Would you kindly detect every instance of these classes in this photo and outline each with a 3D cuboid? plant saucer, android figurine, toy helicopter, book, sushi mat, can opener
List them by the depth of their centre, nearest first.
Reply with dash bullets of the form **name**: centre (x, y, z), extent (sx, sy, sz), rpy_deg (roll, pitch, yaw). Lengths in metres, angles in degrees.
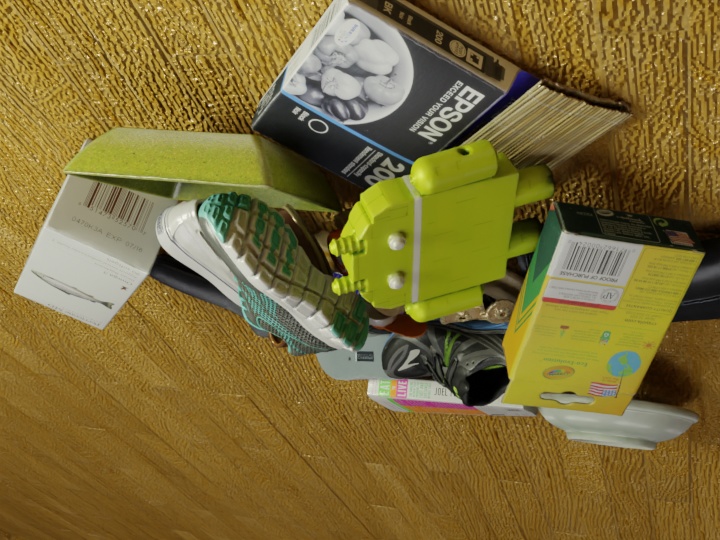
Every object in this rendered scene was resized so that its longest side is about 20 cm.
- **android figurine**: centre (0.067, -0.029, 0.780), extent (0.199, 0.041, 0.183), rpy_deg (-15, 137, -15)
- **sushi mat**: centre (0.125, -0.097, 0.784), extent (0.095, 0.012, 0.200), rpy_deg (10, 153, -30)
- **plant saucer**: centre (-0.134, -0.093, 0.851), extent (0.198, 0.048, 0.200), rpy_deg (6, 180, 17)
- **toy helicopter**: centre (0.000, 0.000, 0.924), extent (0.200, 0.079, 0.133), rpy_deg (19, 133, 64)
- **plant saucer**: centre (0.307, 0.187, 1.126), extent (0.198, 0.051, 0.200), rpy_deg (7, 168, 2)
- **can opener**: centre (-0.164, 0.025, 1.137), extent (0.199, 0.079, 0.063), rpy_deg (20, -170, -1)
- **book**: centre (0.122, 0.164, 1.195), extent (0.198, 0.048, 0.134), rpy_deg (2, 169, 18)

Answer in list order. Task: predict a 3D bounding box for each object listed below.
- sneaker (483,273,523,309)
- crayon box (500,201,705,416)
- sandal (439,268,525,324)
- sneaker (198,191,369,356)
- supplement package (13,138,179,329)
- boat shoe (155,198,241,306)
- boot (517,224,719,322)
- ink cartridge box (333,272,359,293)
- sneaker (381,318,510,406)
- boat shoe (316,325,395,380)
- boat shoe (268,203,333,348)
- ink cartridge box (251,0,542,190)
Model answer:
- **sneaker**: centre (0.119, 0.038, 1.000), extent (0.199, 0.079, 0.090), rpy_deg (26, 152, -6)
- **crayon box**: centre (0.205, 0.040, 0.825), extent (0.126, 0.051, 0.201), rpy_deg (8, 126, -7)
- **sandal**: centre (0.089, 0.018, 0.905), extent (0.211, 0.070, 0.078), rpy_deg (31, 164, 19)
- **sneaker**: centre (-0.083, 0.016, 0.820), extent (0.091, 0.078, 0.200), rpy_deg (-21, 125, 34)
- **supplement package**: centre (-0.294, -0.033, 1.023), extent (0.116, 0.118, 0.200), rpy_deg (25, 150, -18)
- **boat shoe**: centre (-0.116, -0.014, 0.957), extent (0.065, 0.072, 0.200), rpy_deg (-19, 136, 37)
- **boot**: centre (0.267, -0.003, 0.861), extent (0.199, 0.066, 0.165), rpy_deg (-7, 146, 36)
- **ink cartridge box**: centre (-0.042, 0.008, 1.059), extent (0.199, 0.037, 0.095), rpy_deg (21, 150, -6)
- **sneaker**: centre (0.099, 0.095, 0.938), extent (0.198, 0.083, 0.071), rpy_deg (-3, 142, 37)
- **boat shoe**: centre (0.028, 0.104, 1.158), extent (0.090, 0.071, 0.200), rpy_deg (-1, -178, -36)
- **boat shoe**: centre (-0.068, 0.016, 0.907), extent (0.072, 0.067, 0.201), rpy_deg (51, 161, 29)
- **ink cartridge box**: centre (0.033, -0.133, 0.773), extent (0.199, 0.044, 0.198), rpy_deg (24, 150, -18)
